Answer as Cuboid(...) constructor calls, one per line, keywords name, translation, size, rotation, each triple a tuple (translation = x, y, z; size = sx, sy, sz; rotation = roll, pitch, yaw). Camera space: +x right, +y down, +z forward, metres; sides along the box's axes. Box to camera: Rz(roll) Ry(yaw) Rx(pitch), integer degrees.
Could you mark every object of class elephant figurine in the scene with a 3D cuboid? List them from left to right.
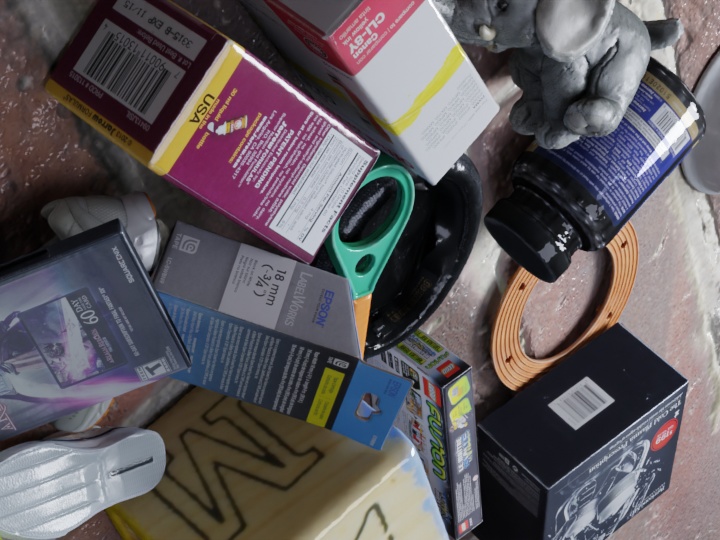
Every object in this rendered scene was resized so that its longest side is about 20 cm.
Cuboid(name="elephant figurine", translation=(0.146, -0.206, 1.546), size=(0.201, 0.140, 0.156), rotation=(55, 45, -35))

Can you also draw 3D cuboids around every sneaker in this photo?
Cuboid(name="sneaker", translation=(-0.231, 0.158, 1.432), size=(0.199, 0.070, 0.074), rotation=(-4, 91, -57))
Cuboid(name="sneaker", translation=(-0.213, 0.027, 1.387), size=(0.091, 0.076, 0.202), rotation=(5, 119, -25))

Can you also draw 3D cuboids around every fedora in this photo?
Cuboid(name="fedora", translation=(0.006, -0.029, 1.545), size=(0.200, 0.091, 0.202), rotation=(-29, 140, -27))

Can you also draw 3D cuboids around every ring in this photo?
Cuboid(name="ring", translation=(0.195, 0.027, 1.855), size=(0.199, 0.019, 0.202), rotation=(-27, 134, -31))

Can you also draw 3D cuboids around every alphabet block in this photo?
Cuboid(name="alphabet block", translation=(-0.067, 0.207, 1.565), size=(0.200, 0.196, 0.196), rotation=(-39, 139, -18))

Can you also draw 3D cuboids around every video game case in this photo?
Cuboid(name="video game case", translation=(-0.233, 0.053, 1.335), size=(0.198, 0.019, 0.144), rotation=(-22, 134, 1))

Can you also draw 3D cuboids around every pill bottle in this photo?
Cuboid(name="pill bottle", translation=(0.205, -0.090, 1.698), size=(0.200, 0.112, 0.112), rotation=(-47, 142, -10))

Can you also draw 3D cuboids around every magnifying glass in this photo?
Cuboid(name="magnifying glass", translation=(0.000, 0.000, 1.465), size=(0.079, 0.022, 0.201), rotation=(-21, 137, -33))

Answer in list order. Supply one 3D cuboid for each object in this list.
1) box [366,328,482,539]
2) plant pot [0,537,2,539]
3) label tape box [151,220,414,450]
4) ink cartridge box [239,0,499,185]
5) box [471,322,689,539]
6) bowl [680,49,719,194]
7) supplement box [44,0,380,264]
Cuboid(name="box", translation=(0.056, 0.138, 1.715), size=(0.035, 0.110, 0.201), rotation=(-32, 138, -26))
Cuboid(name="plant pot", translation=(-0.341, 0.213, 1.281), size=(0.199, 0.200, 0.182), rotation=(-45, 149, -13))
Cuboid(name="label tape box", translation=(-0.058, 0.050, 1.420), size=(0.144, 0.198, 0.064), rotation=(112, -3, -63))
Cuboid(name="ink cartridge box", translation=(-0.002, -0.169, 1.387), size=(0.084, 0.145, 0.200), rotation=(-48, 142, -6))
Cuboid(name="box", translation=(0.217, 0.187, 1.912), size=(0.199, 0.104, 0.183), rotation=(-33, 146, -25))
Cuboid(name="bowl", translation=(0.414, -0.148, 1.897), size=(0.200, 0.090, 0.203), rotation=(-27, 135, -30))
Cuboid(name="supplement box", translation=(-0.100, -0.104, 1.343), size=(0.104, 0.131, 0.200), rotation=(-56, 144, 1))
